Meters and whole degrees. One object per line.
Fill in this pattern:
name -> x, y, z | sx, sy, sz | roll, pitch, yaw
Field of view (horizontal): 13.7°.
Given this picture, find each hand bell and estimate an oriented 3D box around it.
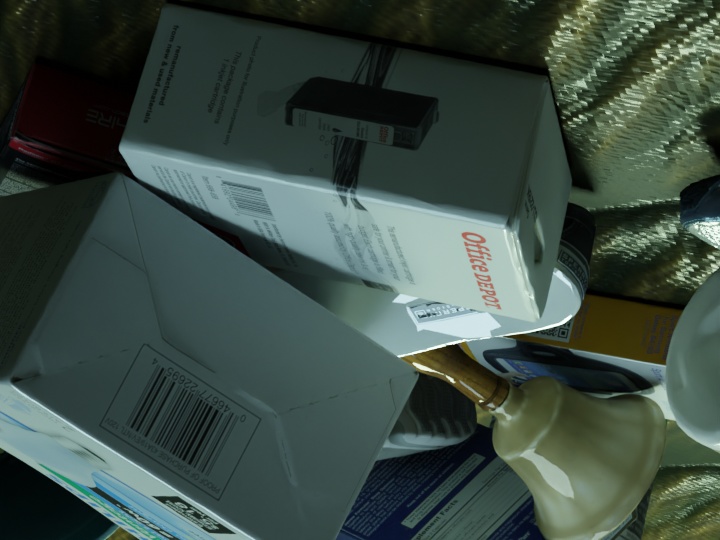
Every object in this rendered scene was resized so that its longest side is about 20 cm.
hand bell -> 0.071, 0.065, 1.723 | 0.200, 0.104, 0.104 | 37, 156, -26

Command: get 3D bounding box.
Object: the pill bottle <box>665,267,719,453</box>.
pill bottle -> 0.269, 0.073, 1.615 | 0.200, 0.111, 0.111 | 25, 161, -32

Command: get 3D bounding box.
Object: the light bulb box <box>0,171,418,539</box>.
light bulb box -> -0.111, 0.056, 1.570 | 0.198, 0.125, 0.200 | 34, 164, -20

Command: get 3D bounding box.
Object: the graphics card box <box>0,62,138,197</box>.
graphics card box -> -0.146, -0.051, 1.687 | 0.125, 0.051, 0.200 | 17, 163, -10

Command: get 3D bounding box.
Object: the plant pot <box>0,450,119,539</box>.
plant pot -> -0.253, 0.089, 2.047 | 0.199, 0.201, 0.188 | 21, 179, -20

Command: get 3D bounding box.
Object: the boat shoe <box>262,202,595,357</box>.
boat shoe -> 0.031, -0.003, 1.605 | 0.199, 0.068, 0.072 | -9, 130, 27

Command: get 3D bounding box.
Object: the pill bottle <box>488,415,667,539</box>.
pill bottle -> 0.122, 0.167, 1.911 | 0.113, 0.201, 0.113 | 14, 165, 4

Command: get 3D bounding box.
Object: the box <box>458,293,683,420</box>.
box -> 0.149, 0.050, 1.785 | 0.199, 0.042, 0.119 | 12, 164, 20

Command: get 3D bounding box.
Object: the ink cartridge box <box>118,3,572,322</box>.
ink cartridge box -> -0.002, -0.051, 1.489 | 0.199, 0.084, 0.144 | 13, 163, 13

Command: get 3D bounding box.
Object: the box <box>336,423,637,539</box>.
box -> 0.055, 0.145, 1.838 | 0.200, 0.121, 0.032 | 22, 140, 38

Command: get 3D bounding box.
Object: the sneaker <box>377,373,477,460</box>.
sneaker -> -0.024, 0.089, 1.791 | 0.199, 0.075, 0.082 | 13, 148, -40

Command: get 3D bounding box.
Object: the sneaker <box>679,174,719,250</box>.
sneaker -> 0.240, 0.012, 1.477 | 0.199, 0.087, 0.078 | 22, 162, -24
